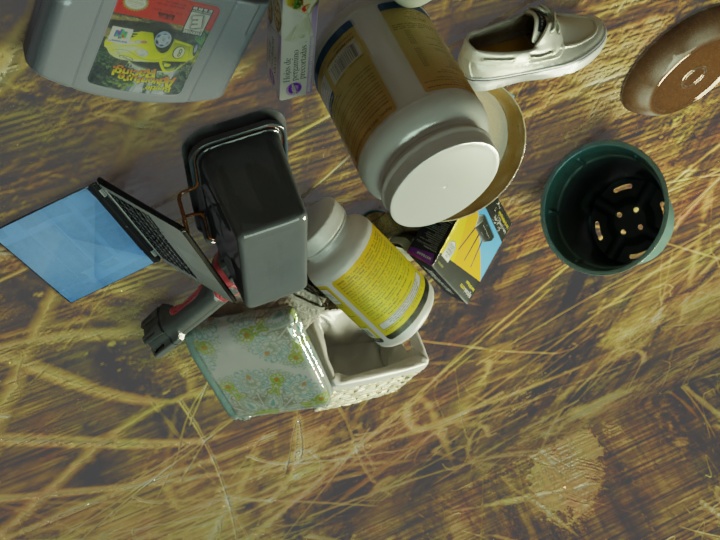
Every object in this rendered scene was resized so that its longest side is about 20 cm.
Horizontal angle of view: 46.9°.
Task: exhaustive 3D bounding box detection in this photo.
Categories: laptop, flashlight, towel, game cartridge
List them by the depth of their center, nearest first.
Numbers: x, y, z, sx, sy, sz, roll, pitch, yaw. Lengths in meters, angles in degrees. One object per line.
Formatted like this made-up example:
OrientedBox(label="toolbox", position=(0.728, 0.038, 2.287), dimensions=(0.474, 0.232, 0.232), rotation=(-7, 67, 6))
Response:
OrientedBox(label="game cartridge", position=(-0.190, -0.211, 0.743), dimensions=(0.196, 0.042, 0.133), rotation=(-2, 148, -40))
OrientedBox(label="laptop", position=(-0.272, -0.002, 0.946), dimensions=(0.117, 0.197, 0.188), rotation=(-56, 158, -16))
OrientedBox(label="flashlight", position=(-0.215, 0.032, 1.112), dimensions=(0.198, 0.068, 0.068), rotation=(-35, -170, 24))
OrientedBox(label="towel", position=(-0.147, 0.070, 1.193), dimensions=(0.131, 0.035, 0.200), rotation=(29, 129, -17))
OrientedBox(label="towel", position=(-0.143, 0.135, 1.201), dimensions=(0.167, 0.049, 0.203), rotation=(-11, 131, 13))

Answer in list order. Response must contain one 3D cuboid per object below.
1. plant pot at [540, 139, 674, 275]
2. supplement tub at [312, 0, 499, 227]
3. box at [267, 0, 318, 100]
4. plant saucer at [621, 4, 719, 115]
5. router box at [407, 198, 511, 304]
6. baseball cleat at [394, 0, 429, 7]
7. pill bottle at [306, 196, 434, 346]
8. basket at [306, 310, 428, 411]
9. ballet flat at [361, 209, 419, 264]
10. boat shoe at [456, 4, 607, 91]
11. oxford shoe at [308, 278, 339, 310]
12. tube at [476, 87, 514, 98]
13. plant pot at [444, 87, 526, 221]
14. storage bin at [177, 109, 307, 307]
OrientedBox(label="plant pot", position=(0.414, -0.089, 1.339), dimensions=(0.199, 0.203, 0.195), rotation=(-39, 158, 23))
OrientedBox(label="supplement tub", position=(0.044, -0.163, 0.850), dimensions=(0.142, 0.203, 0.146), rotation=(-20, 153, -11))
OrientedBox(label="box", position=(-0.064, -0.248, 0.784), dimensions=(0.038, 0.042, 0.202), rotation=(-16, 152, -17))
OrientedBox(label="plant saucer", position=(0.472, -0.290, 1.198), dimensions=(0.196, 0.037, 0.202), rotation=(-22, 152, -12))
OrientedBox(label="router box", position=(0.152, -0.050, 1.232), dimensions=(0.151, 0.050, 0.200), rotation=(-60, 152, -4))
OrientedBox(label="baseball cleat", position=(0.100, -0.324, 0.769), dimensions=(0.198, 0.071, 0.106), rotation=(-35, 152, 14))
OrientedBox(label="pill bottle", position=(0.000, 0.000, 1.113), dimensions=(0.112, 0.113, 0.200), rotation=(-36, 117, 20))
OrientedBox(label="basket", position=(-0.007, 0.143, 1.411), dimensions=(0.196, 0.138, 0.124), rotation=(-8, 152, -33))
OrientedBox(label="ballet flat", position=(0.073, -0.043, 1.233), dimensions=(0.197, 0.072, 0.071), rotation=(7, 138, -48))
OrientedBox(label="boat shoe", position=(0.203, -0.269, 0.962), dimensions=(0.195, 0.072, 0.070), rotation=(-15, 151, -11))
OrientedBox(label="oxford shoe", position=(-0.068, 0.027, 1.209), dimensions=(0.198, 0.086, 0.072), rotation=(-33, 154, 15))
OrientedBox(label="tube", position=(0.110, -0.167, 1.077), dimensions=(0.077, 0.051, 0.200), rotation=(16, 127, -47))
OrientedBox(label="plant pot", position=(0.111, -0.154, 1.044), dimensions=(0.195, 0.028, 0.204), rotation=(-7, 126, -10))
OrientedBox(label="storage bin", position=(-0.128, -0.056, 0.954), dimensions=(0.142, 0.136, 0.202), rotation=(-19, 151, -15))
